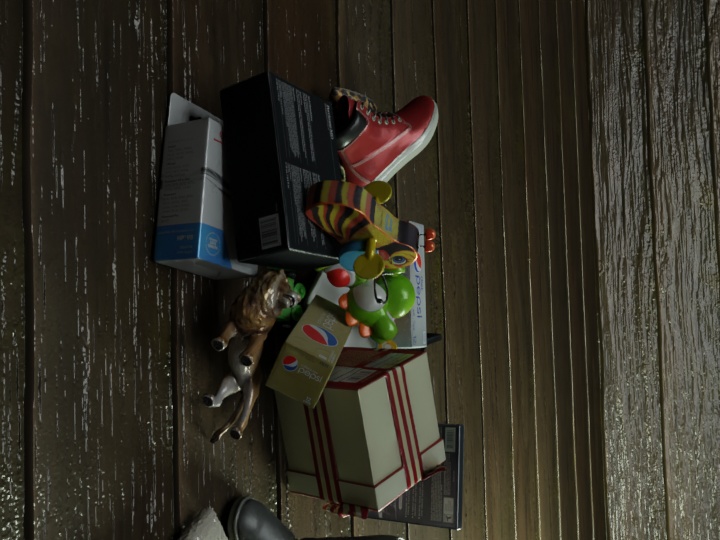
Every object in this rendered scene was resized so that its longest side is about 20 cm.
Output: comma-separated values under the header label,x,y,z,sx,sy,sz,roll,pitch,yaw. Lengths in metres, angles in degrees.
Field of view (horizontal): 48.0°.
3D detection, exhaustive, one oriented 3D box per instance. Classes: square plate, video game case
label,x,y,z,sx,sy,sz,roll,pitch,yaw
square plate,-0.019,0.047,1.253,0.199,0.028,0.201,62,37,-37
video game case,0.062,0.298,1.197,0.019,0.198,0.145,16,73,-52

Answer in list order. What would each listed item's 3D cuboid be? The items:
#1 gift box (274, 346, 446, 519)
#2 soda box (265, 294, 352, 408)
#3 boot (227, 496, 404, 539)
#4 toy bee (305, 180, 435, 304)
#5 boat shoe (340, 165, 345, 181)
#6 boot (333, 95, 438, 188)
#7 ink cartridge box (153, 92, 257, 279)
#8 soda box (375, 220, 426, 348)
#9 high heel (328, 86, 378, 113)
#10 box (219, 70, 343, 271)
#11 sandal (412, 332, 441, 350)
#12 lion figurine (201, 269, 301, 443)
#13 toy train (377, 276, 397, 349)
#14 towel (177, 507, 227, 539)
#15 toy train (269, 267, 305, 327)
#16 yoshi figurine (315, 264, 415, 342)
label,x,y,z,sx,sy,sz,roll,pitch,yaw
gift box,0.006,0.221,1.094,0.183,0.198,0.190,-19,105,-43
soda box,-0.058,0.098,1.040,0.200,0.067,0.065,-62,177,-73
boot,-0.045,0.343,0.995,0.183,0.197,0.073,60,38,-39
toy bee,0.028,-0.045,0.944,0.199,0.107,0.133,23,58,-59
boat shoe,-0.058,-0.137,1.166,0.201,0.060,0.073,45,49,-51
boot,0.034,-0.228,1.207,0.200,0.072,0.145,-48,133,-21
ink cartridge box,-0.172,-0.100,0.946,0.115,0.066,0.203,21,69,-60
soda box,0.064,0.024,1.309,0.063,0.067,0.203,7,81,-62
high heel,-0.004,-0.186,1.256,0.200,0.070,0.145,42,44,-63
box,-0.086,-0.108,0.945,0.141,0.078,0.203,9,72,-59
sandal,0.071,0.144,1.369,0.199,0.074,0.046,-20,103,-52
lion figurine,-0.136,0.100,0.962,0.123,0.072,0.202,-64,177,-59
toy train,0.028,0.092,1.206,0.150,0.055,0.203,-176,-98,-83
towel,-0.177,0.389,0.923,0.133,0.034,0.202,-49,128,-54
toy train,-0.100,-0.024,1.103,0.056,0.041,0.203,20,70,-48
yoshi figurine,0.007,-0.005,1.095,0.202,0.111,0.112,63,7,-3
